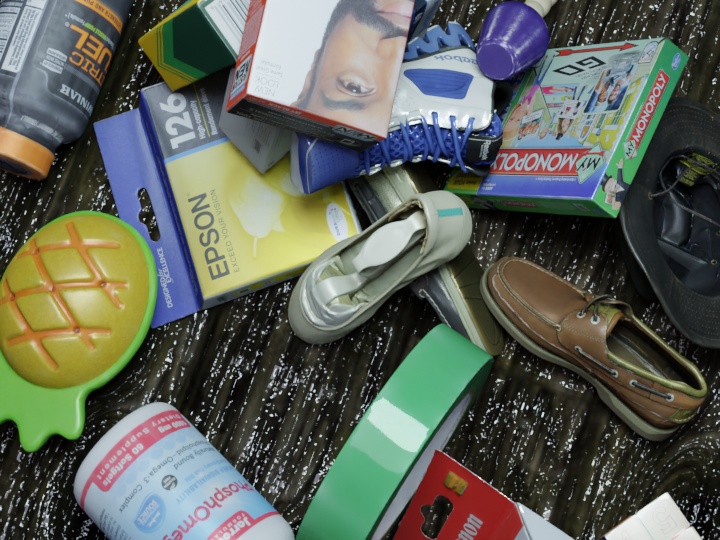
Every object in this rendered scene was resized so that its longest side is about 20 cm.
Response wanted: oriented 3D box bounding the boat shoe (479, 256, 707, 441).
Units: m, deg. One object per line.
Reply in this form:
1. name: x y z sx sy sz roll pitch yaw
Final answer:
1. boat shoe: 0.188 0.046 1.037 0.199 0.068 0.072 36 52 6

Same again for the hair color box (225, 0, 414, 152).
1. hair color box: -0.019 -0.200 0.949 0.110 0.064 0.203 14 80 -18

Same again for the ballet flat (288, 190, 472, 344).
1. ballet flat: 0.000 0.000 1.031 0.199 0.069 0.070 -37 73 30

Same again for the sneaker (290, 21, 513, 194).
1. sneaker: 0.047 -0.116 1.017 0.198 0.081 0.115 -33 55 -26

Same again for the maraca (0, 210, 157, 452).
1. maraca: -0.244 0.046 1.069 0.136 0.107 0.202 23 80 17

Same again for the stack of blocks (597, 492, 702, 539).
1. stack of blocks: 0.257 0.268 0.966 0.058 0.115 0.201 -33 75 -3

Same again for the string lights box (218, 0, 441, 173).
1. string lights box: -0.021 -0.176 1.069 0.059 0.103 0.200 46 67 6

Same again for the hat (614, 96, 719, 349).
1. hat: 0.250 -0.030 1.041 0.199 0.081 0.203 12 68 -32

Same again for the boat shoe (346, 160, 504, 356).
1. boat shoe: 0.051 -0.012 1.079 0.066 0.072 0.203 -30 82 23

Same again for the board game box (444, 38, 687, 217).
1. board game box: 0.155 -0.111 1.029 0.029 0.199 0.136 32 79 -28

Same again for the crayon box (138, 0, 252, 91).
1. crayon box: -0.070 -0.234 1.063 0.200 0.172 0.059 -42 105 -19

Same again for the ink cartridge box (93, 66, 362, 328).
1. ink cartridge box: -0.117 -0.077 1.119 0.198 0.047 0.200 -19 76 -1

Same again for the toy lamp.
1. toy lamp: 0.148 -0.219 1.070 0.058 0.059 0.200 29 48 11

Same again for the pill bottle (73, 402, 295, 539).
1. pill bottle: -0.121 0.205 1.010 0.200 0.109 0.109 41 83 19

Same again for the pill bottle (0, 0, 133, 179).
1. pill bottle: -0.270 -0.183 1.126 0.105 0.106 0.202 16 80 9

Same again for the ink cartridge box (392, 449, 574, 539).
1. ink cartridge box: 0.110 0.241 0.965 0.199 0.162 0.050 32 50 10

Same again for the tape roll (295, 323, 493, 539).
1. tape roll: 0.027 0.136 0.974 0.048 0.201 0.202 32 82 12
